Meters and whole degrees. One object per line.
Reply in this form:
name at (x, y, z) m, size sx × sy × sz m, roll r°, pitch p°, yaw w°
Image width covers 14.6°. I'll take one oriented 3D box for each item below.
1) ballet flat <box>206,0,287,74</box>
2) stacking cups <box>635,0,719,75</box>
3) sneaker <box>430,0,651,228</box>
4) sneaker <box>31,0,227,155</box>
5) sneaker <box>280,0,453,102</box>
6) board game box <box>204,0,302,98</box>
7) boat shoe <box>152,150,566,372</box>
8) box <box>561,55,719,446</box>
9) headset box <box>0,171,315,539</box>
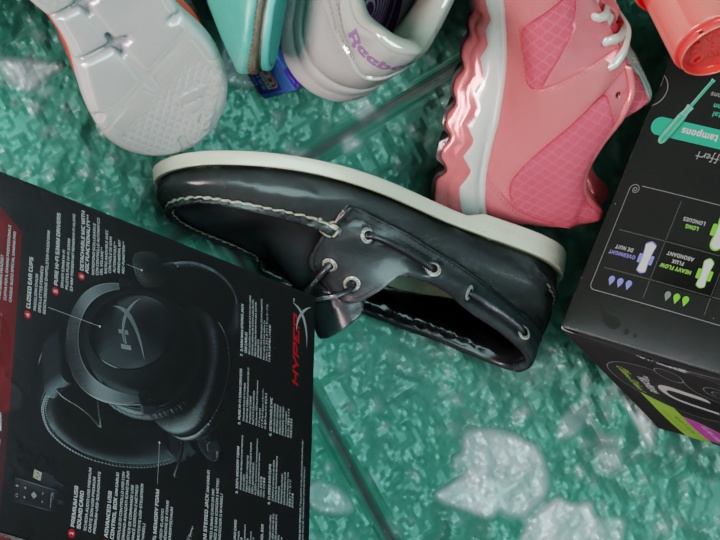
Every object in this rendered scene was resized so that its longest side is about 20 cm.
ballet flat at (-0.049, -0.181, 1.177) m, size 0.070 × 0.067 × 0.200 m, roll 13°, pitch 82°, yaw 0°
stacking cups at (0.124, -0.177, 1.239) m, size 0.060 × 0.061 × 0.200 m, roll -12°, pitch 59°, yaw -22°
sneaker at (0.089, -0.105, 1.223) m, size 0.087 × 0.074 × 0.200 m, roll 13°, pitch 123°, yaw 5°
sneaker at (-0.116, -0.142, 1.160) m, size 0.077 × 0.082 × 0.200 m, roll -20°, pitch 123°, yaw -5°
sneaker at (0.030, -0.168, 1.184) m, size 0.075 × 0.100 × 0.200 m, roll 18°, pitch 81°, yaw -20°
board game box at (-0.031, -0.200, 1.237) m, size 0.152 × 0.045 × 0.200 m, roll -37°, pitch 102°, yaw -19°
boat shoe at (-0.001, 0.001, 1.228) m, size 0.199 × 0.074 × 0.066 m, roll 17°, pitch 70°, yaw -30°
box at (0.199, -0.023, 1.253) m, size 0.149 × 0.124 × 0.200 m, roll 40°, pitch 69°, yaw -58°
headset box at (-0.115, 0.058, 1.124) m, size 0.200 × 0.077 × 0.149 m, roll 21°, pitch 59°, yaw -38°
